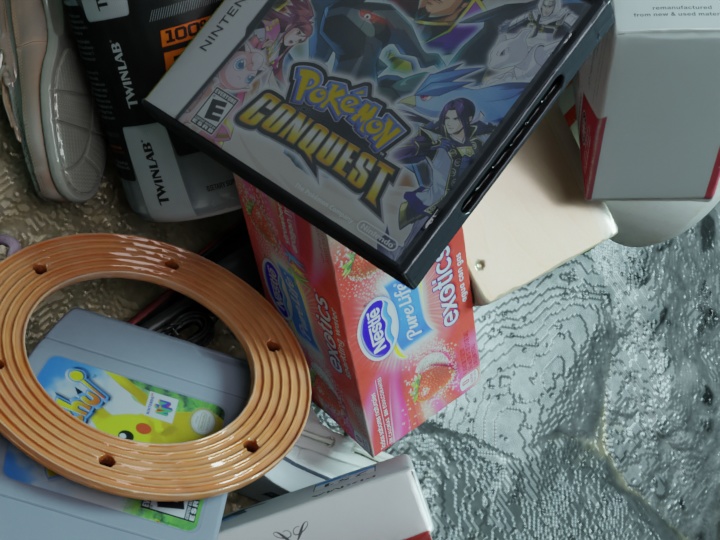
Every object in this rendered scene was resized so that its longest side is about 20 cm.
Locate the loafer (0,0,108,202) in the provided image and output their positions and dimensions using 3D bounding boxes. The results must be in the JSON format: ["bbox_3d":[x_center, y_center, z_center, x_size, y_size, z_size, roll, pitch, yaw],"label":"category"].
[{"bbox_3d":[-0.202,-0.138,0.884,0.072,0.062,0.202,13,71,-68],"label":"loafer"}]

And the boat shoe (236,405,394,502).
[{"bbox_3d":[-0.052,0.112,0.907,0.199,0.072,0.066,28,63,-23],"label":"boat shoe"}]

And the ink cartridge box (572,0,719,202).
[{"bbox_3d":[0.173,-0.163,0.844,0.083,0.146,0.201,-1,54,2],"label":"ink cartridge box"}]

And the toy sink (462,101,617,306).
[{"bbox_3d":[0.064,-0.052,0.950,0.112,0.200,0.131,-28,95,-13],"label":"toy sink"}]

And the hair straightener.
[{"bbox_3d":[-0.106,0.024,0.887,0.200,0.077,0.041,-35,124,-31],"label":"hair straightener"}]

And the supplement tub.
[{"bbox_3d":[-0.112,-0.141,0.863,0.122,0.122,0.201,-28,113,-31],"label":"supplement tub"}]

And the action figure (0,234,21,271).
[{"bbox_3d":[-0.255,0.092,0.793,0.149,0.133,0.201,-18,89,-59],"label":"action figure"}]

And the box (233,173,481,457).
[{"bbox_3d":[0.000,0.000,0.856,0.094,0.103,0.201,-32,137,-22],"label":"box"}]

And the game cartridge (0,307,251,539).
[{"bbox_3d":[-0.135,0.102,0.762,0.132,0.041,0.201,15,38,-5],"label":"game cartridge"}]

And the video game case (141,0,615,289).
[{"bbox_3d":[0.005,-0.113,0.758,0.181,0.199,0.026,-52,152,-8],"label":"video game case"}]

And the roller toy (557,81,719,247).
[{"bbox_3d":[0.190,-0.125,1.026,0.139,0.182,0.201,25,69,-22],"label":"roller toy"}]

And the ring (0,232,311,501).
[{"bbox_3d":[-0.124,0.052,0.784,0.199,0.019,0.201,16,38,-13],"label":"ring"}]

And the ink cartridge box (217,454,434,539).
[{"bbox_3d":[-0.057,0.162,0.789,0.199,0.176,0.045,-19,89,-1],"label":"ink cartridge box"}]
